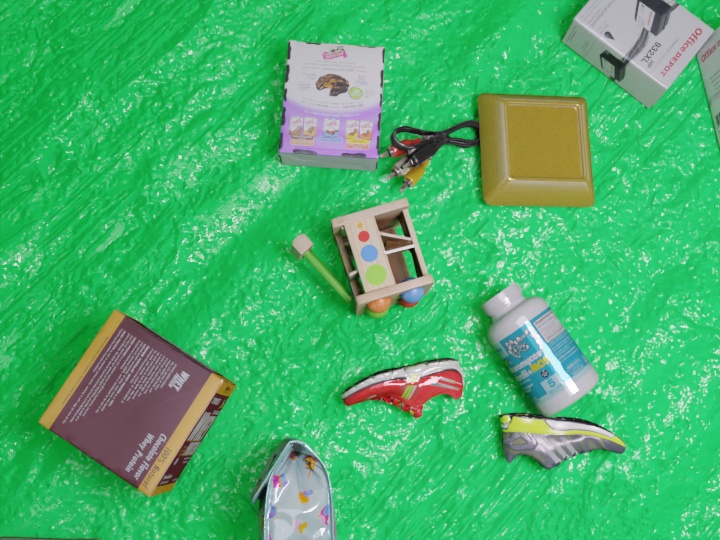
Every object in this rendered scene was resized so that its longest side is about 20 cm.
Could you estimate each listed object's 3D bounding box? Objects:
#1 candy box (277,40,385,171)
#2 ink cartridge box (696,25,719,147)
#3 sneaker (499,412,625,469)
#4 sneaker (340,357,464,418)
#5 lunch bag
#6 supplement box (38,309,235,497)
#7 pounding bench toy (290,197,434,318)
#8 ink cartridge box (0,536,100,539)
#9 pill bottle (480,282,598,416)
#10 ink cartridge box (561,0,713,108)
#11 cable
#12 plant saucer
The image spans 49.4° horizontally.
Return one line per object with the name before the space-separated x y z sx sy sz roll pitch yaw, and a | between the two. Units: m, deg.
candy box | -0.046 -0.279 1.330 0.166 0.072 0.202 4 79 0
ink cartridge box | 0.651 -0.311 1.307 0.083 0.145 0.201 -8 78 -3
sneaker | 0.315 0.273 1.233 0.198 0.074 0.082 6 88 6
sneaker | 0.069 0.194 1.237 0.199 0.077 0.086 -12 84 -3
lunch bag | -0.100 0.347 1.153 0.121 0.170 0.202 -4 78 -9
supplement box | -0.332 0.203 1.198 0.199 0.133 0.198 31 80 6
pounding bench toy | 0.000 0.000 1.247 0.199 0.124 0.157 -16 80 -4
ink cartridge box | -0.481 0.432 1.116 0.163 0.200 0.076 1 79 -1
pill bottle | 0.275 0.120 1.235 0.110 0.111 0.201 -34 80 -7
ink cartridge box | 0.478 -0.406 1.355 0.200 0.084 0.145 40 80 7
cable | 0.118 -0.215 1.319 0.199 0.050 0.098 -33 97 -27
plant saucer | 0.304 -0.211 1.321 0.198 0.048 0.202 0 78 -8
